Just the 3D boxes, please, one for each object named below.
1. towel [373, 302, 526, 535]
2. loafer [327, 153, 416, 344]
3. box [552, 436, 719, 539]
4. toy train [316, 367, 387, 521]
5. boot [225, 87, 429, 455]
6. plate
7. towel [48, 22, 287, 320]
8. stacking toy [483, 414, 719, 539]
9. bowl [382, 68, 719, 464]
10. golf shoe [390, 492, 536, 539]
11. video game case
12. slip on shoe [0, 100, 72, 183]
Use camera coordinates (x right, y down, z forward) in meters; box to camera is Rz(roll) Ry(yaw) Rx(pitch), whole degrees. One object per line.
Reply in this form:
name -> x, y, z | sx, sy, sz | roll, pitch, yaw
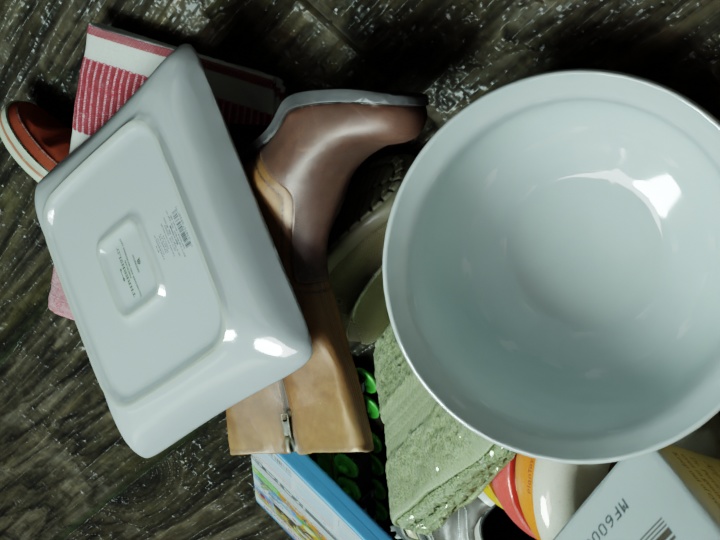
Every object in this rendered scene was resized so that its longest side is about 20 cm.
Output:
towel -> 0.054, 0.069, 0.890 | 0.036, 0.148, 0.200 | 2, 152, -19
loafer -> 0.000, 0.000, 0.905 | 0.067, 0.076, 0.200 | 30, 140, -11
box -> 0.190, 0.234, 0.754 | 0.171, 0.199, 0.200 | 19, 116, -38
toy train -> -0.014, 0.137, 1.089 | 0.056, 0.042, 0.200 | 29, 144, 28
boot -> -0.024, 0.005, 0.806 | 0.188, 0.068, 0.200 | -13, 85, 35
plate -> -0.127, -0.003, 0.857 | 0.200, 0.032, 0.200 | -33, 75, 45
towel -> -0.128, -0.046, 0.922 | 0.144, 0.023, 0.200 | 18, 110, 18
stacking toy -> 0.118, 0.113, 0.915 | 0.200, 0.146, 0.146 | 10, 139, 58
bowl -> 0.118, -0.006, 0.756 | 0.201, 0.090, 0.201 | 2, 98, 14
golf shoe -> 0.106, 0.227, 1.012 | 0.094, 0.078, 0.200 | -20, 113, 36
video game case -> -0.031, 0.195, 1.113 | 0.143, 0.018, 0.200 | 42, 160, 16
slip on shoe -> -0.163, -0.065, 0.981 | 0.200, 0.074, 0.061 | 33, 109, 14
